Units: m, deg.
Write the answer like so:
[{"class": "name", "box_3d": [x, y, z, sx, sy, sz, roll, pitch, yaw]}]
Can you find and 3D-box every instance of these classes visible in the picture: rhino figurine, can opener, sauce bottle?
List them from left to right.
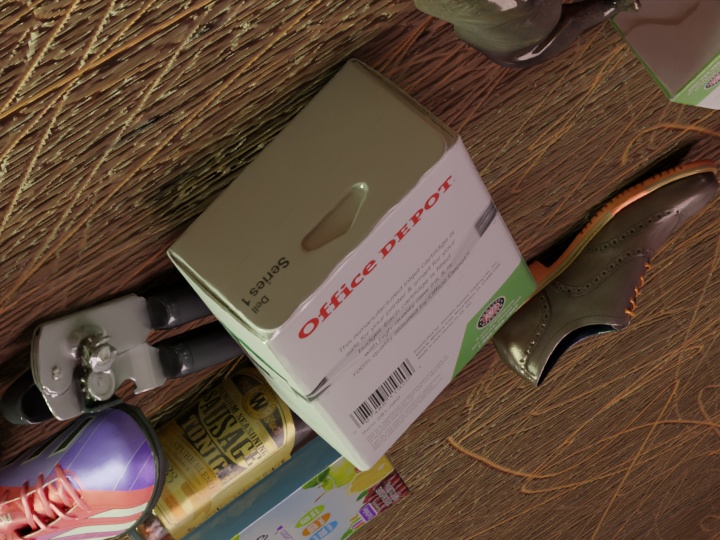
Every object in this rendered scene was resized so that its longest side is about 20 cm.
[{"class": "can opener", "box_3d": [-0.108, 0.032, 1.495, 0.199, 0.053, 0.066, -19, -170, -40]}, {"class": "sauce bottle", "box_3d": [-0.065, 0.091, 1.688, 0.200, 0.066, 0.066, -38, 163, -4]}, {"class": "rhino figurine", "box_3d": [0.068, -0.148, 1.335, 0.087, 0.060, 0.200, -30, 161, 13]}]

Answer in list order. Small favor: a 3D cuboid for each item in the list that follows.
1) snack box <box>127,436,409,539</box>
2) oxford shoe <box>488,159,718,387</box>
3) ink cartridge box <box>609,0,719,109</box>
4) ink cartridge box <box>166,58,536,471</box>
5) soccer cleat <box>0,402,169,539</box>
[{"class": "snack box", "box_3d": [-0.062, 0.156, 1.851, 0.168, 0.068, 0.200, -36, 162, -3]}, {"class": "oxford shoe", "box_3d": [0.177, 0.002, 1.904, 0.200, 0.073, 0.071, -39, 162, 7]}, {"class": "ink cartridge box", "box_3d": [0.242, -0.156, 1.638, 0.117, 0.067, 0.200, -44, 160, 20]}, {"class": "ink cartridge box", "box_3d": [0.000, 0.000, 1.453, 0.146, 0.084, 0.200, -46, 153, -7]}, {"class": "soccer cleat", "box_3d": [-0.178, 0.128, 1.500, 0.073, 0.068, 0.200, -18, 173, -43]}]
